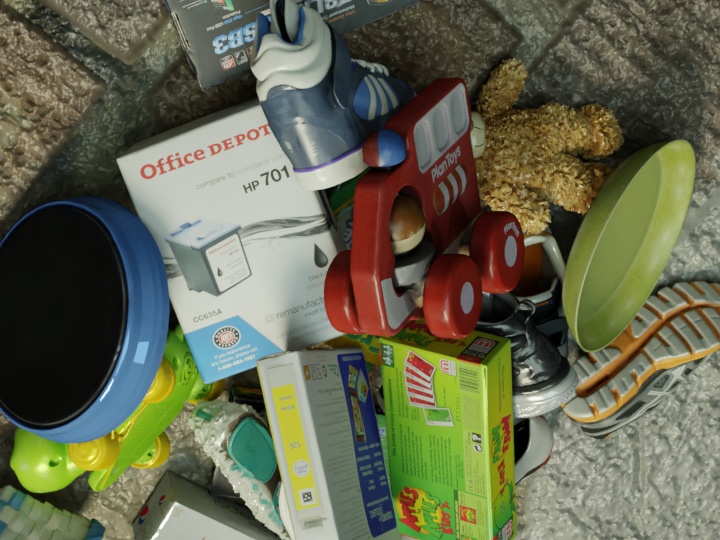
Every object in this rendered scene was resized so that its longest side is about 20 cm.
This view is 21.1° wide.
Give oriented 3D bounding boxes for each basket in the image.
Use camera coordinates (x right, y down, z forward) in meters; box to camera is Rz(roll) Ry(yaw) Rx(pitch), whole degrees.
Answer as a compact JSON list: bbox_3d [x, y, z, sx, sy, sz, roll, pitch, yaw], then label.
[{"bbox_3d":[-0.268,0.288,1.655,0.200,0.139,0.176,42,130,-10],"label":"basket"}]

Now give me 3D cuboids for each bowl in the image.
[{"bbox_3d":[-0.237,0.038,1.556,0.039,0.200,0.201,11,112,-50],"label":"bowl"}]

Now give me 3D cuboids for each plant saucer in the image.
[{"bbox_3d":[0.226,-0.026,1.665,0.031,0.200,0.201,27,108,24],"label":"plant saucer"}]

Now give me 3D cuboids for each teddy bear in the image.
[{"bbox_3d":[0.139,-0.103,1.636,0.199,0.067,0.146,23,82,-20],"label":"teddy bear"}]

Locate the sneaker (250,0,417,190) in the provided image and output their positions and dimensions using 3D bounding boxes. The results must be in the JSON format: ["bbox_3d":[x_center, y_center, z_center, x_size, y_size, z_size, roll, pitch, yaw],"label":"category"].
[{"bbox_3d":[-0.022,-0.163,1.537,0.080,0.200,0.147,-12,109,26],"label":"sneaker"}]

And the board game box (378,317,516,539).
[{"bbox_3d":[0.076,0.143,1.634,0.101,0.048,0.201,14,124,29],"label":"board game box"}]

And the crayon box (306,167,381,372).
[{"bbox_3d":[0.000,0.000,1.670,0.125,0.052,0.201,22,105,-19],"label":"crayon box"}]

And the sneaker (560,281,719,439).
[{"bbox_3d":[0.268,0.081,1.758,0.200,0.078,0.077,-31,143,-5],"label":"sneaker"}]

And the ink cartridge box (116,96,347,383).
[{"bbox_3d":[-0.095,-0.029,1.584,0.146,0.086,0.201,-21,99,5],"label":"ink cartridge box"}]

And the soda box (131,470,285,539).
[{"bbox_3d":[-0.103,0.259,1.742,0.200,0.064,0.068,28,103,-22],"label":"soda box"}]

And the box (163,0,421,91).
[{"bbox_3d":[-0.074,-0.273,1.548,0.199,0.050,0.199,-23,116,-3],"label":"box"}]

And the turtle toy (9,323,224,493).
[{"bbox_3d":[-0.215,0.117,1.632,0.101,0.146,0.200,43,98,17],"label":"turtle toy"}]

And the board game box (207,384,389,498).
[{"bbox_3d":[-0.031,0.166,1.744,0.199,0.023,0.105,10,107,-16],"label":"board game box"}]

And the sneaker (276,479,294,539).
[{"bbox_3d":[-0.022,0.236,1.675,0.074,0.079,0.201,-20,110,-50],"label":"sneaker"}]

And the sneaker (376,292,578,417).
[{"bbox_3d":[0.086,0.069,1.667,0.199,0.075,0.114,-8,116,38],"label":"sneaker"}]

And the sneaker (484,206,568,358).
[{"bbox_3d":[0.146,0.041,1.705,0.078,0.079,0.201,-16,115,-8],"label":"sneaker"}]

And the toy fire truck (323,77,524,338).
[{"bbox_3d":[0.042,-0.045,1.506,0.112,0.200,0.169,2,115,29],"label":"toy fire truck"}]

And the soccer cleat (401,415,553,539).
[{"bbox_3d":[0.095,0.200,1.736,0.200,0.069,0.085,-44,151,-7],"label":"soccer cleat"}]

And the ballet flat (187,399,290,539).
[{"bbox_3d":[-0.091,0.169,1.681,0.072,0.072,0.200,-30,138,0],"label":"ballet flat"}]

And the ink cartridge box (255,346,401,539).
[{"bbox_3d":[-0.019,0.163,1.564,0.047,0.198,0.201,-11,86,13],"label":"ink cartridge box"}]
